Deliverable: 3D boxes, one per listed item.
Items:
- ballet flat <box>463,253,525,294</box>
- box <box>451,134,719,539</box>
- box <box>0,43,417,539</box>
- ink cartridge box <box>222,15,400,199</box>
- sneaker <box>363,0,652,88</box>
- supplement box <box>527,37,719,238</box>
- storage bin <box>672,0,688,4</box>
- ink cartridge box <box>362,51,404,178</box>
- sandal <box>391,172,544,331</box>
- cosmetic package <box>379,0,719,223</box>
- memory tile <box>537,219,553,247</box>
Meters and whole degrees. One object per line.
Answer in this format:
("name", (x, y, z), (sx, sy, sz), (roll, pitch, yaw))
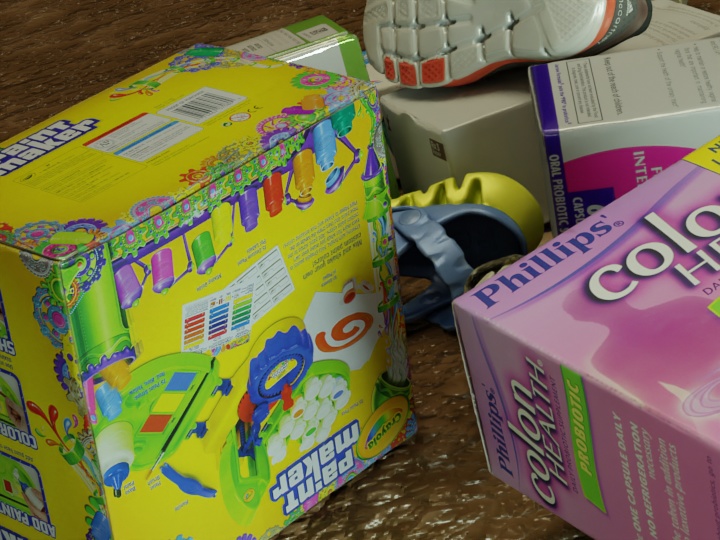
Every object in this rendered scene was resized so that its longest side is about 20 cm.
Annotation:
("ballet flat", (0.083, 0.040, 1.059), (0.072, 0.072, 0.200), (-17, 18, -3))
("box", (0.171, 0.042, 0.887), (0.176, 0.097, 0.200), (-31, 35, -24))
("box", (-0.089, 0.026, 1.026), (0.122, 0.193, 0.200), (17, 35, 38))
("ink cartridge box", (-0.085, -0.049, 1.306), (0.200, 0.148, 0.076), (-19, 20, -10))
("sneaker", (0.086, -0.142, 1.298), (0.082, 0.077, 0.200), (3, 1, -44))
("supplement box", (0.197, -0.062, 1.175), (0.200, 0.101, 0.103), (-9, 25, 4))
("storage bin", (0.130, -0.201, 1.606), (0.198, 0.094, 0.200), (-2, 23, 14))
("ink cartridge box", (0.072, -0.118, 1.469), (0.200, 0.067, 0.116), (-11, 19, 27))
("sandal", (0.000, 0.000, 1.227), (0.200, 0.080, 0.087), (-12, 34, 20))
("cosmetic package", (0.125, -0.090, 1.317), (0.200, 0.081, 0.113), (-21, 20, -11))
("memory tile", (0.135, -0.041, 1.317), (0.153, 0.017, 0.200), (-26, 23, -26))
